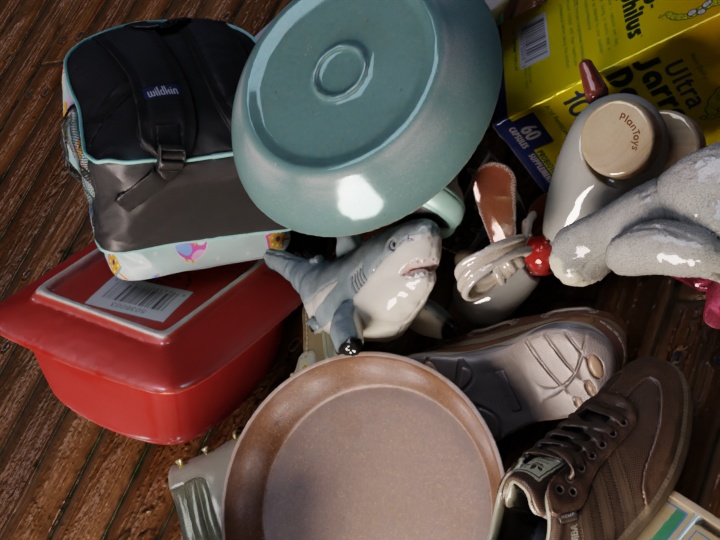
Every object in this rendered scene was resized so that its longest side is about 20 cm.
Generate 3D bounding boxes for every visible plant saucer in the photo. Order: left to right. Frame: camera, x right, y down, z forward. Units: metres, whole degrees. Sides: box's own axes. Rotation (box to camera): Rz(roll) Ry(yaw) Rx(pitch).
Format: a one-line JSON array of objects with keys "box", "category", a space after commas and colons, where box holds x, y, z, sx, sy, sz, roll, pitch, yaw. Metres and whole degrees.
[{"box": [-0.006, -0.121, 1.012, 0.199, 0.036, 0.202, -12, 63, 24], "category": "plant saucer"}, {"box": [0.005, 0.154, 1.002, 0.199, 0.034, 0.202, -6, 76, 23], "category": "plant saucer"}]

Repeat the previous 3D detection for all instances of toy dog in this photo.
[{"box": [0.126, -0.060, 1.034, 0.199, 0.132, 0.097, -35, 67, 3], "category": "toy dog"}]

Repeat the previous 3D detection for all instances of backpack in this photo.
[{"box": [-0.136, -0.097, 1.172, 0.174, 0.154, 0.201, -12, 47, -16], "category": "backpack"}]

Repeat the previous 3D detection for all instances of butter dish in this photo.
[{"box": [-0.150, 0.065, 1.200, 0.199, 0.149, 0.199, 17, 35, 29], "category": "butter dish"}]

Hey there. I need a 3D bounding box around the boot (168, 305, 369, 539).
[{"box": [-0.062, 0.115, 1.122, 0.154, 0.072, 0.201, -25, 45, 17], "category": "boot"}]

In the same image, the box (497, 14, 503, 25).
[{"box": [0.037, -0.145, 1.306, 0.199, 0.048, 0.118, -22, 41, 29], "category": "box"}]

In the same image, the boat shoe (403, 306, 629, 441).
[{"box": [0.092, 0.071, 1.040, 0.199, 0.076, 0.072, -13, 13, 37], "category": "boat shoe"}]

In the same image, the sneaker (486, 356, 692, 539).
[{"box": [0.124, 0.124, 0.901, 0.070, 0.076, 0.201, 10, 62, 47], "category": "sneaker"}]

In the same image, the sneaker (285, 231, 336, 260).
[{"box": [-0.074, -0.029, 1.270, 0.200, 0.071, 0.098, -42, 59, 27], "category": "sneaker"}]

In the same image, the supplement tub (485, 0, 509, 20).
[{"box": [0.037, -0.226, 1.175, 0.141, 0.140, 0.200, -52, 9, -11], "category": "supplement tub"}]

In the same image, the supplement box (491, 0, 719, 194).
[{"box": [0.200, -0.142, 1.101, 0.199, 0.109, 0.110, -25, 40, 24], "category": "supplement box"}]

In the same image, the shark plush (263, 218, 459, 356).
[{"box": [0.000, 0.000, 1.069, 0.090, 0.084, 0.200, -6, 9, -20], "category": "shark plush"}]

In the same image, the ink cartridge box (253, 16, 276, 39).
[{"box": [-0.055, -0.191, 1.368, 0.199, 0.041, 0.200, -43, 35, -1], "category": "ink cartridge box"}]

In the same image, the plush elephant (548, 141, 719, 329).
[{"box": [0.236, 0.006, 0.911, 0.200, 0.164, 0.156, -45, 60, 62], "category": "plush elephant"}]

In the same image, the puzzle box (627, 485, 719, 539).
[{"box": [0.137, 0.214, 0.888, 0.200, 0.025, 0.133, -50, 37, -8], "category": "puzzle box"}]

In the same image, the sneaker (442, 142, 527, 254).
[{"box": [0.060, -0.074, 1.188, 0.200, 0.090, 0.079, 42, 101, 32], "category": "sneaker"}]

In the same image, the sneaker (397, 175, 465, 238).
[{"box": [0.045, -0.105, 1.071, 0.140, 0.078, 0.200, -55, 26, -1], "category": "sneaker"}]
